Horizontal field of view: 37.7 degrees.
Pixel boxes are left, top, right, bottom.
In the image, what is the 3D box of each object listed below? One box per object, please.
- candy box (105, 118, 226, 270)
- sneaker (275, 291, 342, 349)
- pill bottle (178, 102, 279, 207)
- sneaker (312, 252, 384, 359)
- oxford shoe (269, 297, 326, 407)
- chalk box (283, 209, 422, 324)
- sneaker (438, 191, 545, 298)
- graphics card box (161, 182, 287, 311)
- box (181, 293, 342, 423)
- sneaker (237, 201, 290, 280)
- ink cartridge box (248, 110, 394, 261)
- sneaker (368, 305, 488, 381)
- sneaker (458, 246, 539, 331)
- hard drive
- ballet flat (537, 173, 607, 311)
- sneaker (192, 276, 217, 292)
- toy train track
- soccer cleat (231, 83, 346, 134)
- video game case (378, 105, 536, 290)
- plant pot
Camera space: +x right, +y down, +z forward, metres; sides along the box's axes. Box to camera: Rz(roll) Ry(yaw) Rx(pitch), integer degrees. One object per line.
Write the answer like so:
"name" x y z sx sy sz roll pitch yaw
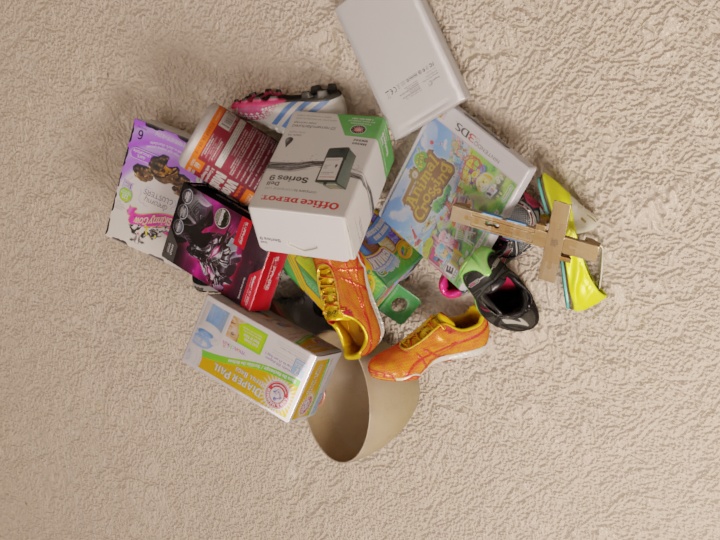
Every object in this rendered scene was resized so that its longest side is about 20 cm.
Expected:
"candy box" -0.307 -0.123 1.705 0.166 0.071 0.203 22 101 22
"sneaker" -0.104 0.046 1.703 0.197 0.075 0.117 19 117 12
"pill bottle" -0.164 -0.155 1.582 0.198 0.110 0.110 31 128 -10
"sneaker" -0.026 0.029 1.477 0.072 0.077 0.202 -18 101 39
"oxford shoe" -0.104 0.120 1.634 0.070 0.074 0.202 -32 78 15
"chalk box" 0.000 0.000 1.572 0.200 0.124 0.125 44 129 7
"sneaker" 0.184 -0.029 1.471 0.081 0.075 0.201 43 127 7
"graphics card box" -0.202 -0.038 1.579 0.199 0.051 0.127 30 108 30
"box" -0.145 0.126 1.555 0.198 0.101 0.114 26 99 19
"sneaker" -0.164 -0.074 1.677 0.079 0.077 0.203 -9 107 45
"ink cartridge box" -0.051 -0.120 1.453 0.144 0.202 0.085 6 140 17
"sneaker" 0.095 0.102 1.522 0.073 0.198 0.078 33 138 53
"sneaker" 0.197 0.044 1.439 0.077 0.200 0.084 -43 52 7
"hard drive" 0.056 -0.298 1.438 0.131 0.026 0.202 -26 89 38
"ballet flat" 0.289 -0.042 1.414 0.066 0.067 0.203 -12 109 14
"sneaker" -0.216 -0.010 1.728 0.199 0.075 0.089 5 104 53
"toy train track" 0.216 -0.055 1.376 0.197 0.033 0.116 17 123 15
"soccer cleat" -0.108 -0.224 1.568 0.197 0.070 0.088 2 113 32
"video game case" 0.127 -0.107 1.451 0.182 0.022 0.202 43 120 29
"plant pot" 0.013 0.185 1.629 0.199 0.133 0.204 13 106 56
